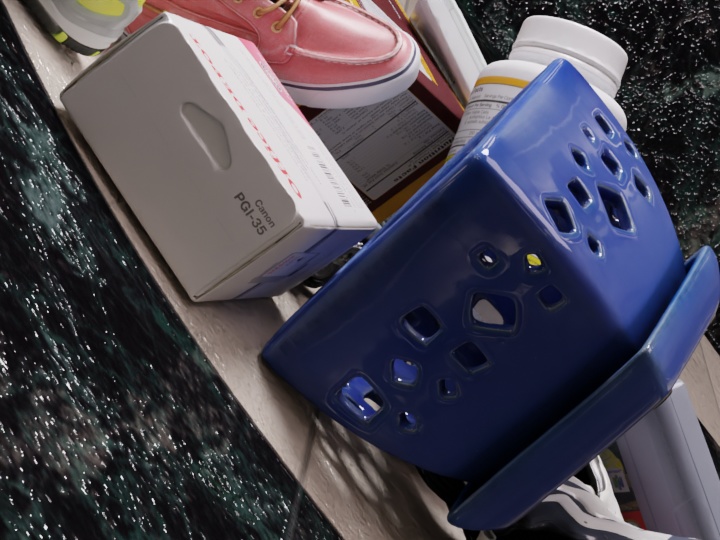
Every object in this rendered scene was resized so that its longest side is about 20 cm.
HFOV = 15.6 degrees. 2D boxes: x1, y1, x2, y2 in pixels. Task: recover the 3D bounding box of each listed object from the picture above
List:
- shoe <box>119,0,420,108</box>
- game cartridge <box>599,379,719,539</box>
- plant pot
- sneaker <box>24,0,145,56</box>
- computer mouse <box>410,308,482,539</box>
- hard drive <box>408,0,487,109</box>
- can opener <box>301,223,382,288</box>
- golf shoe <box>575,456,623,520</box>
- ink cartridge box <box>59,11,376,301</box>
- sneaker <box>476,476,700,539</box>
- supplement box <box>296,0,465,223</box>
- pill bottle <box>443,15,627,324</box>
[{"bbox_3d":[-0.061,-0.165,1.648,0.091,0.199,0.072,87,19,-51],"label":"shoe"},{"bbox_3d":[0.164,0.131,1.764,0.200,0.041,0.134,-16,-89,60],"label":"game cartridge"},{"bbox_3d":[0.091,0.023,1.546,0.180,0.200,0.200,47,29,-2],"label":"plant pot"},{"bbox_3d":[-0.194,-0.224,1.547,0.200,0.076,0.075,51,13,-9],"label":"sneaker"},{"bbox_3d":[0.075,0.095,1.699,0.200,0.046,0.141,-91,156,-52],"label":"computer mouse"},{"bbox_3d":[0.090,-0.101,1.920,0.200,0.026,0.132,64,-7,3],"label":"hard drive"},{"bbox_3d":[0.000,0.000,1.739,0.200,0.063,0.079,43,15,-46],"label":"can opener"},{"bbox_3d":[0.135,0.178,1.670,0.092,0.072,0.201,73,-1,-67],"label":"golf shoe"},{"bbox_3d":[-0.080,-0.063,1.532,0.147,0.083,0.200,56,10,7],"label":"ink cartridge box"},{"bbox_3d":[0.152,0.192,1.559,0.199,0.080,0.130,35,22,12],"label":"sneaker"},{"bbox_3d":[-0.044,-0.155,1.837,0.200,0.133,0.198,38,19,-56],"label":"supplement box"},{"bbox_3d":[0.113,-0.067,1.795,0.109,0.201,0.109,21,-11,4],"label":"pill bottle"}]
